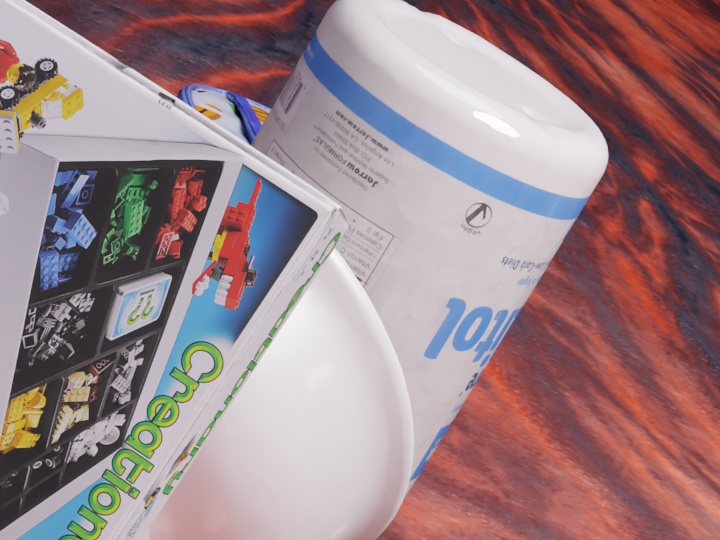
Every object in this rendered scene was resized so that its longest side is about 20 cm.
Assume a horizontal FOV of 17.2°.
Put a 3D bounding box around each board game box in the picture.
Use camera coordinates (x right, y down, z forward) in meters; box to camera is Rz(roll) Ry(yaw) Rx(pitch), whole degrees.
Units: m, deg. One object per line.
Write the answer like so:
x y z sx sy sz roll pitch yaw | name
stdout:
-0.110 0.033 0.694 0.126 0.200 0.035 33 -4 9 | board game box

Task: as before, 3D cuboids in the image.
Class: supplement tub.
0.000 0.000 0.982 0.132 0.200 0.132 27 17 -9 | supplement tub

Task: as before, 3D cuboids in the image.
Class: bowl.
-0.090 0.047 0.780 0.201 0.201 0.090 33 50 10 | bowl

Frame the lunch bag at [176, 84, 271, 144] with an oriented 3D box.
-0.031 -0.023 1.229 0.160 0.076 0.200 21 17 -22 | lunch bag
